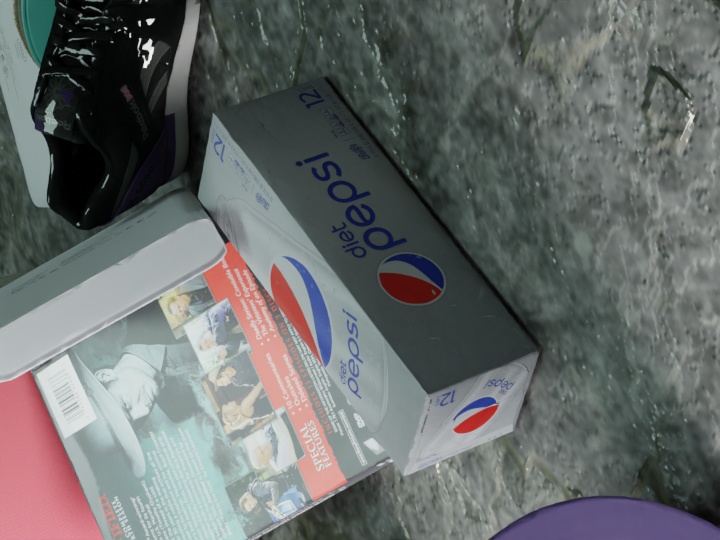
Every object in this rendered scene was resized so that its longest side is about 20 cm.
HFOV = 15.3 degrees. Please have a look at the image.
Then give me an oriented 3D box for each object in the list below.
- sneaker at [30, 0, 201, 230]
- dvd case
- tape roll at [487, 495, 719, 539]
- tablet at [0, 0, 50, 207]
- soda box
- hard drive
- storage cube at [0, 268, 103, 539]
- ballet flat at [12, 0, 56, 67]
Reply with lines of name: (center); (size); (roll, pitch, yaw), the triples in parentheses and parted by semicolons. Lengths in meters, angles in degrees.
sneaker: (-0.136, -0.111, 1.433); (0.075, 0.088, 0.201); (18, 130, 26)
dvd case: (-0.077, 0.072, 1.429); (0.200, 0.022, 0.147); (-32, 77, 29)
tape roll: (0.099, 0.201, 1.110); (0.201, 0.199, 0.085); (64, 152, 12)
tablet: (-0.198, -0.135, 1.626); (0.130, 0.014, 0.201); (3, 110, 60)
soda box: (0.000, 0.000, 1.301); (0.200, 0.068, 0.064); (52, 147, 30)
hard drive: (-0.137, 0.004, 1.406); (0.027, 0.131, 0.200); (61, 177, -8)
storage cube: (-0.201, 0.108, 1.589); (0.171, 0.199, 0.181); (-159, 55, -66)
ballet flat: (-0.157, -0.201, 1.476); (0.065, 0.070, 0.201); (-100, 16, -49)
